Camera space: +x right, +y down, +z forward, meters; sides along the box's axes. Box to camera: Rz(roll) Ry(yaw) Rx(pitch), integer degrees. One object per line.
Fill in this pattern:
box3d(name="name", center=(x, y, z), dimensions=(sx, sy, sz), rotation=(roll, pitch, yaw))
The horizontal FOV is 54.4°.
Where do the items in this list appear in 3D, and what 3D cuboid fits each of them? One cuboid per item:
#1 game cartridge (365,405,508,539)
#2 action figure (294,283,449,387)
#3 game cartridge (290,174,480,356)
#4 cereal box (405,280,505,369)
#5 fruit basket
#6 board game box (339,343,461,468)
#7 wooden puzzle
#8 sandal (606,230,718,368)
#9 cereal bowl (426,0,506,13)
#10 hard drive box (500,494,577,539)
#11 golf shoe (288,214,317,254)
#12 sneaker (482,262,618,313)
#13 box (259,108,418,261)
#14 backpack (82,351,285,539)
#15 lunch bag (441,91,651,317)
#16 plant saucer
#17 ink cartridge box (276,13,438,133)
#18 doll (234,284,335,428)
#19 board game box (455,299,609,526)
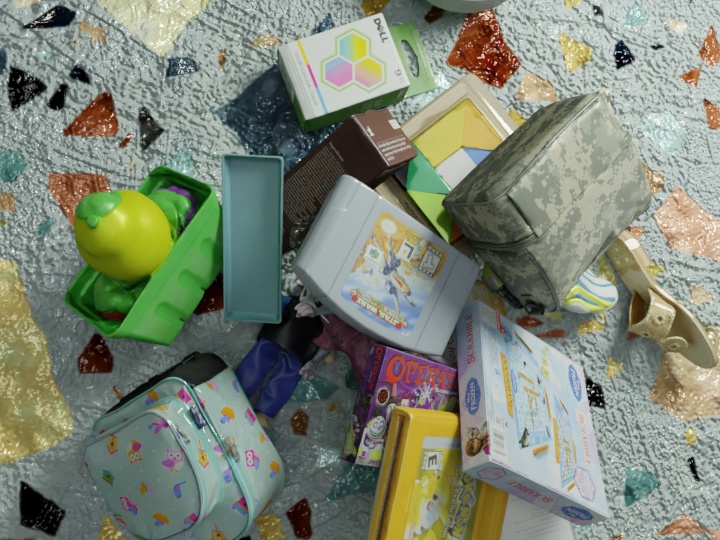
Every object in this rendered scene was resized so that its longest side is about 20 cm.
box3d(name="game cartridge", center=(0.094, 0.242, 0.751), dimensions=(0.200, 0.032, 0.177), rotation=(15, 85, -40))
box3d(name="action figure", center=(0.000, 0.071, 0.811), dimensions=(0.149, 0.134, 0.200), rotation=(-28, 73, -23))
box3d(name="game cartridge", center=(0.030, 0.006, 0.756), dimensions=(0.200, 0.042, 0.133), rotation=(32, 70, -22))
box3d(name="cereal box", center=(0.091, 0.096, 0.899), dimensions=(0.200, 0.040, 0.144), rotation=(-9, 83, -8))
box3d(name="fruit basket", center=(-0.255, -0.030, 0.784), dimensions=(0.155, 0.216, 0.216), rotation=(24, 78, 41))
box3d(name="board game box", center=(0.070, 0.159, 0.760), dimensions=(0.200, 0.032, 0.120), rotation=(22, 76, -42))
box3d(name="wooden puzzle", center=(0.121, -0.123, 0.866), dimensions=(0.200, 0.037, 0.185), rotation=(-37, 84, -5))
box3d(name="sandal", center=(0.370, 0.052, 0.918), dimensions=(0.070, 0.078, 0.212), rotation=(-28, 79, -15))
box3d(name="cereal bowl", center=(0.137, -0.437, 0.944), dimensions=(0.200, 0.083, 0.200), rotation=(1, 84, -7))
box3d(name="hard drive box", center=(0.168, 0.288, 0.867), dimensions=(0.156, 0.077, 0.200), rotation=(-13, 85, -8))
box3d(name="golf shoe", center=(0.000, 0.000, 0.815), dimensions=(0.200, 0.088, 0.077), rotation=(22, 69, -22))
box3d(name="sneaker", center=(0.256, -0.010, 0.882), dimensions=(0.200, 0.076, 0.105), rotation=(8, 112, -23))
box3d(name="box", center=(-0.039, -0.101, 0.828), dimensions=(0.200, 0.100, 0.075), rotation=(-37, 88, 30))
box3d(name="backpack", center=(-0.192, 0.218, 0.786), dimensions=(0.176, 0.153, 0.200), rotation=(-30, 98, 25))
box3d(name="lunch bag", center=(0.214, -0.069, 0.775), dimensions=(0.200, 0.139, 0.168), rotation=(-44, 104, -13))
box3d(name="plant saucer", center=(-0.123, -0.035, 0.810), dimensions=(0.070, 0.019, 0.200), rotation=(4, 108, 2))
box3d(name="ink cartridge box", center=(0.001, -0.266, 0.920), dimensions=(0.200, 0.059, 0.104), rotation=(-20, 86, -8))
box3d(name="doll", center=(-0.096, 0.088, 0.872), dimensions=(0.136, 0.048, 0.200), rotation=(34, 80, -11))
box3d(name="board game box", center=(0.191, 0.161, 0.793), dimensions=(0.199, 0.041, 0.200), rotation=(32, 43, -28))
